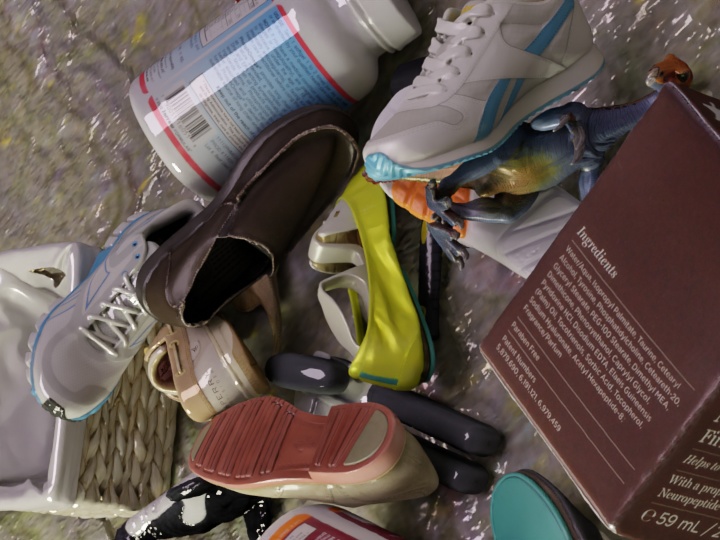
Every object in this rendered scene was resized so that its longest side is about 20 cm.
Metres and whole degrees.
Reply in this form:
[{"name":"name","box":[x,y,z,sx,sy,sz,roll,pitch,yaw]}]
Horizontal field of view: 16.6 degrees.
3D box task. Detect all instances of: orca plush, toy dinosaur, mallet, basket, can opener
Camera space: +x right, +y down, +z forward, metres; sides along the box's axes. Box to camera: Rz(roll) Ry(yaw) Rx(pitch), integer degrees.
[{"name":"orca plush","box":[-0.101,0.175,1.776,0.200,0.105,0.071,-36,87,22]},{"name":"toy dinosaur","box":[-0.077,-0.009,1.834,0.200,0.058,0.102,52,133,46]},{"name":"mallet","box":[0.056,-0.054,1.700,0.066,0.041,0.201,-18,69,48]},{"name":"toy dinosaur","box":[0.117,-0.088,1.565,0.181,0.105,0.200,-39,52,-13]},{"name":"basket","box":[-0.218,0.091,1.895,0.135,0.123,0.201,-8,73,47]},{"name":"can opener","box":[0.007,0.100,1.679,0.200,0.067,0.054,21,95,50]}]

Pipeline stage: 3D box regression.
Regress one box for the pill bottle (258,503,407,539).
[{"name":"pill bottle","box":[0.020,0.232,1.588,0.200,0.114,0.115,21,94,50]}]

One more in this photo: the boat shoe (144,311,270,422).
[{"name":"boat shoe","box":[-0.123,0.061,1.786,0.069,0.074,0.200,-32,15,-6]}]

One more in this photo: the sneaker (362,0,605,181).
[{"name":"sneaker","box":[0.066,-0.119,1.526,0.076,0.200,0.081,-7,114,49]}]

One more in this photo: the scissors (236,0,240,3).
[{"name":"scissors","box":[-0.088,-0.232,1.850,0.073,0.014,0.201,-135,31,-56]}]

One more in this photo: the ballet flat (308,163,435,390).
[{"name":"ballet flat","box":[0.000,0.000,1.694,0.067,0.067,0.201,103,160,-46]}]

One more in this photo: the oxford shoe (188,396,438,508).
[{"name":"oxford shoe","box":[-0.035,0.132,1.652,0.199,0.074,0.071,1,57,46]}]

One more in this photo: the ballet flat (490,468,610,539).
[{"name":"ballet flat","box":[0.141,0.207,1.494,0.073,0.073,0.201,-50,45,26]}]

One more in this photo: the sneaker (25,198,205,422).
[{"name":"sneaker","box":[-0.172,0.020,1.788,0.087,0.075,0.201,-32,25,54]}]

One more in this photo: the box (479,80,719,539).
[{"name":"box","box":[0.209,0.035,1.396,0.200,0.165,0.164,-56,43,21]}]

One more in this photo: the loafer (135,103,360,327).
[{"name":"loafer","box":[-0.068,-0.029,1.726,0.200,0.073,0.071,-48,36,1]}]

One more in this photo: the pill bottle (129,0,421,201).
[{"name":"pill bottle","box":[-0.059,-0.146,1.773,0.199,0.109,0.109,-34,52,11]}]

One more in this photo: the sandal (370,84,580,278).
[{"name":"sandal","box":[0.090,-0.042,1.641,0.206,0.059,0.079,40,92,26]}]
